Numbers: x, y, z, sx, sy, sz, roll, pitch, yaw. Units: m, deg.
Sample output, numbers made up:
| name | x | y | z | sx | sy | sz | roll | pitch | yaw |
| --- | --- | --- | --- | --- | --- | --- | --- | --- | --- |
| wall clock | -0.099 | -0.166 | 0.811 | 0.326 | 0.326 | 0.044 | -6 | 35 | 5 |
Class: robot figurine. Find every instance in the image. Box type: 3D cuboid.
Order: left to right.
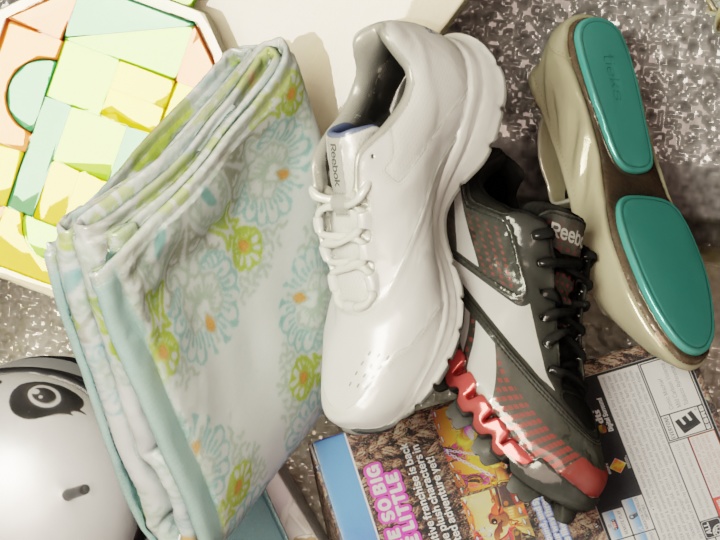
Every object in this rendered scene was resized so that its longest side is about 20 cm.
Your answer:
| name | x | y | z | sx | sy | sz | roll | pitch | yaw |
| --- | --- | --- | --- | --- | --- | --- | --- | --- | --- |
| robot figurine | -0.161 | 0.104 | 1.380 | 0.125 | 0.200 | 0.150 | 34 | 94 | 1 |

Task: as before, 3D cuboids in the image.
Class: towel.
| name | x | y | z | sx | sy | sz | roll | pitch | yaw |
| --- | --- | --- | --- | --- | --- | --- | --- | --- | --- |
| towel | -0.063 | 0.014 | 1.296 | 0.048 | 0.171 | 0.200 | 13 | 134 | 32 |

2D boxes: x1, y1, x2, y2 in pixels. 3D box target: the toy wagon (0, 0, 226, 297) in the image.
| name | x | y | z | sx | sy | sz | roll | pitch | yaw |
| --- | --- | --- | --- | --- | --- | --- | --- | --- | --- |
| toy wagon | -0.124 | -0.085 | 1.347 | 0.155 | 0.040 | 0.201 | 20 | 96 | 1 |

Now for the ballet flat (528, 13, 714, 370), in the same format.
| name | x | y | z | sx | sy | sz | roll | pitch | yaw |
| --- | --- | --- | --- | --- | --- | --- | --- | --- | --- |
| ballet flat | 0.126 | -0.032 | 1.407 | 0.069 | 0.070 | 0.201 | -13 | 67 | 3 |

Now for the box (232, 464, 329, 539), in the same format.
| name | x | y | z | sx | sy | sz | roll | pitch | yaw |
| --- | --- | --- | --- | --- | --- | --- | --- | --- | --- |
| box | -0.041 | 0.140 | 1.458 | 0.039 | 0.041 | 0.200 | -31 | 92 | 3 |

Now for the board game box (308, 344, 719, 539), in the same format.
| name | x | y | z | sx | sy | sz | roll | pitch | yaw |
| --- | --- | --- | --- | --- | --- | --- | --- | --- | --- |
| board game box | 0.093 | 0.145 | 1.380 | 0.199 | 0.097 | 0.160 | -16 | 58 | -4 |

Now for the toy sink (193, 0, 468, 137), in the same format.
| name | x | y | z | sx | sy | sz | roll | pitch | yaw |
| --- | --- | --- | --- | --- | --- | --- | --- | --- | --- |
| toy sink | -0.021 | -0.143 | 1.411 | 0.130 | 0.112 | 0.200 | 36 | 98 | 0 |

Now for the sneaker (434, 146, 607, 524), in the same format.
| name | x | y | z | sx | sy | sz | roll | pitch | yaw |
| --- | --- | --- | --- | --- | --- | --- | --- | --- | --- |
| sneaker | 0.077 | 0.023 | 1.342 | 0.098 | 0.071 | 0.201 | -35 | 61 | 16 |

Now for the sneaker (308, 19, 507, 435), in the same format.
| name | x | y | z | sx | sy | sz | roll | pitch | yaw |
| --- | --- | --- | --- | --- | --- | --- | --- | --- | --- |
| sneaker | 0.006 | -0.024 | 1.304 | 0.074 | 0.087 | 0.201 | 1 | 77 | 39 |

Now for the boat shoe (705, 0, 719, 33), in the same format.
| name | x | y | z | sx | sy | sz | roll | pitch | yaw |
| --- | --- | --- | --- | --- | --- | --- | --- | --- | --- |
| boat shoe | 0.209 | -0.146 | 1.420 | 0.200 | 0.075 | 0.069 | 30 | 87 | 0 |

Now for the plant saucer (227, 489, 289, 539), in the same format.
| name | x | y | z | sx | sy | sz | roll | pitch | yaw |
| --- | --- | --- | --- | --- | --- | --- | --- | --- | --- |
| plant saucer | -0.036 | 0.206 | 1.409 | 0.070 | 0.019 | 0.200 | -30 | 76 | 16 |
